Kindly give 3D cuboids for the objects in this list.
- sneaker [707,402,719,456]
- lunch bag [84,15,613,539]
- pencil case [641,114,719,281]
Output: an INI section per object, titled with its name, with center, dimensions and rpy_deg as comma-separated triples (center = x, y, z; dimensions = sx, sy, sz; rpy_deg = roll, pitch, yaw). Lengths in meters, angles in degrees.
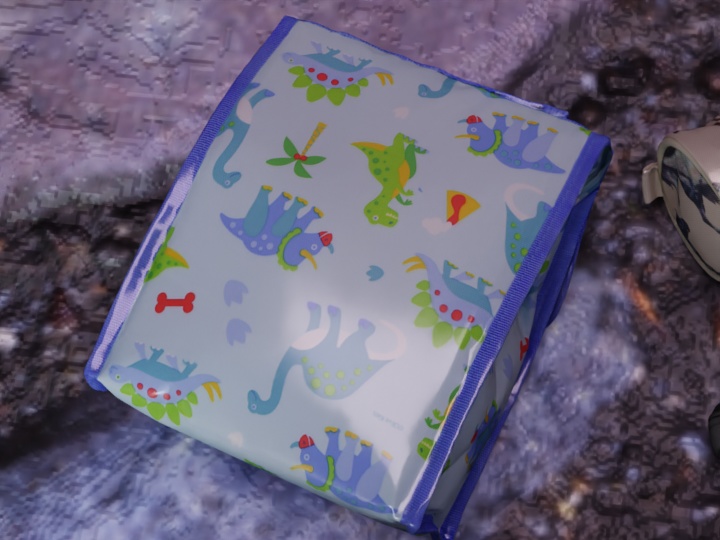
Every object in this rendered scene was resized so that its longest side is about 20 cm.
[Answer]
[sneaker]
center = 0.246, 0.021, 0.845
dimensions = 0.199, 0.060, 0.105
rpy_deg = -9, 73, -4
[lunch bag]
center = 0.000, 0.000, 0.842
dimensions = 0.170, 0.127, 0.200
rpy_deg = 22, 84, 13
[pencil case]
center = 0.232, -0.070, 0.867
dimensions = 0.200, 0.078, 0.089
rpy_deg = -30, 30, -4
